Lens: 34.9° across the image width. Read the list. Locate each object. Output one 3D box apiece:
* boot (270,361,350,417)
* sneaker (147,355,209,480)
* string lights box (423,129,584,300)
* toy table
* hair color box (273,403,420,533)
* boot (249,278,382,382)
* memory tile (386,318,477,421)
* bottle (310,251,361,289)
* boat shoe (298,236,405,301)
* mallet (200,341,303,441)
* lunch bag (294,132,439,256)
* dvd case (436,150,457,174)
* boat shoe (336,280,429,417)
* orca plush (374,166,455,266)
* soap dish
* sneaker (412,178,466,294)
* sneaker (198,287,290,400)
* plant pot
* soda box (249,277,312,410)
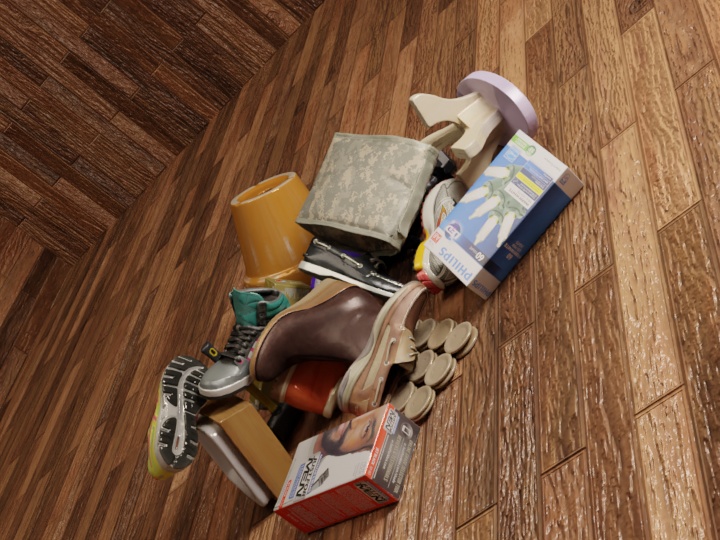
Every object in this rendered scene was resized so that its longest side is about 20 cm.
[{"bbox_3d":[-0.045,0.123,1.707,0.075,0.106,0.201,90,-156,-65],"label":"boot"},{"bbox_3d":[-0.269,0.211,1.643,0.090,0.078,0.201,-50,22,42],"label":"sneaker"},{"bbox_3d":[0.189,-0.073,1.518,0.200,0.059,0.103,-50,50,6],"label":"string lights box"},{"bbox_3d":[0.166,-0.213,1.710,0.117,0.184,0.200,-38,6,-10],"label":"toy table"},{"bbox_3d":[-0.019,0.256,1.471,0.199,0.064,0.112,-30,29,44],"label":"hair color box"},{"bbox_3d":[-0.045,0.105,1.607,0.166,0.073,0.200,29,67,37],"label":"boot"},{"bbox_3d":[0.074,0.130,1.545,0.154,0.017,0.200,-58,20,-14],"label":"memory tile"},{"bbox_3d":[-0.045,0.059,1.818,0.065,0.083,0.202,103,176,-59],"label":"bottle"},{"bbox_3d":[0.000,0.000,1.707,0.061,0.198,0.076,-68,-20,-7],"label":"boat shoe"},{"bbox_3d":[-0.160,0.169,1.729,0.066,0.201,0.041,-48,23,-26],"label":"mallet"},{"bbox_3d":[0.025,-0.112,1.724,0.199,0.117,0.165,11,73,48],"label":"lunch bag"},{"bbox_3d":[0.076,-0.127,1.956,0.200,0.025,0.150,-50,21,10],"label":"dvd case"},{"bbox_3d":[0.045,0.111,1.525,0.071,0.076,0.201,25,80,25],"label":"boat shoe"},{"bbox_3d":[0.087,-0.067,1.814,0.200,0.071,0.105,-44,-23,10],"label":"orca plush"},{"bbox_3d":[-0.178,0.256,1.700,0.081,0.158,0.200,-40,17,-17],"label":"soap dish"},{"bbox_3d":[0.136,-0.056,1.655,0.082,0.078,0.201,-26,39,36],"label":"sneaker"},{"bbox_3d":[-0.168,0.088,1.649,0.083,0.122,0.200,11,37,36],"label":"sneaker"},{"bbox_3d":[-0.129,-0.059,1.959,0.198,0.185,0.200,-22,17,7],"label":"plant pot"},{"bbox_3d":[-0.127,0.116,1.805,0.068,0.063,0.202,-156,74,-70],"label":"soda box"}]
